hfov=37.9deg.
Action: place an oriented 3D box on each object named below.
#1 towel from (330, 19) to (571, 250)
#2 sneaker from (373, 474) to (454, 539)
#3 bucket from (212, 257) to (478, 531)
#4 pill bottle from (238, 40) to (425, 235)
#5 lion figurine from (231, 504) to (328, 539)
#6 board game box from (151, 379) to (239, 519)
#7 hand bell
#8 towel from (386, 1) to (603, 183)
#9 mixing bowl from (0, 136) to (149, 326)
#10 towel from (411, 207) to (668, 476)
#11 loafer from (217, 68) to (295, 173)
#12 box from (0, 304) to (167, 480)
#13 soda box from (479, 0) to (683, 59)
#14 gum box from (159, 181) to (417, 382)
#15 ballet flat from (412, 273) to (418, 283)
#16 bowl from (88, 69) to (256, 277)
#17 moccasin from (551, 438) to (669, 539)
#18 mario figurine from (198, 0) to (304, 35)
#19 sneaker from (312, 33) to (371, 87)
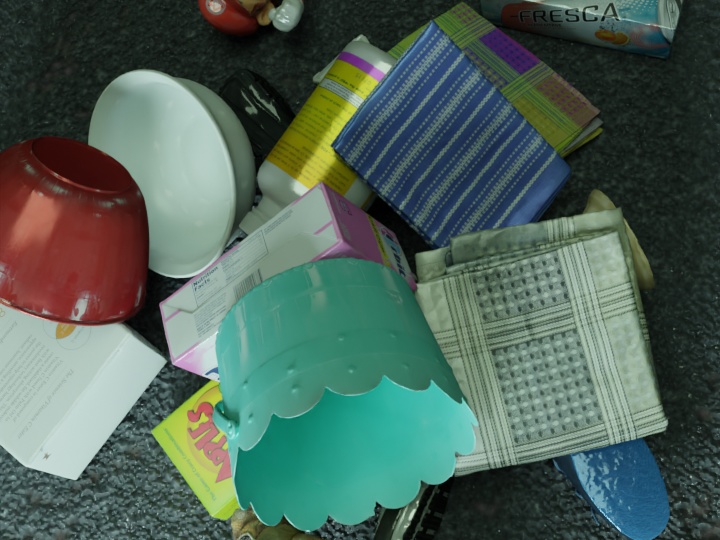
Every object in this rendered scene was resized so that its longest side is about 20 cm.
[{"bbox_3d":[0.086,-0.097,0.924,0.200,0.024,0.145,41,86,-23],"label":"towel"},{"bbox_3d":[0.046,0.169,0.953,0.079,0.074,0.202,14,70,24],"label":"sneaker"},{"bbox_3d":[-0.020,0.099,0.839,0.205,0.208,0.136,-21,52,2],"label":"bucket"},{"bbox_3d":[-0.025,-0.099,0.953,0.104,0.104,0.201,35,88,17],"label":"pill bottle"},{"bbox_3d":[-0.036,0.247,0.895,0.198,0.122,0.073,19,96,24],"label":"lion figurine"},{"bbox_3d":[-0.086,0.128,0.990,0.200,0.048,0.102,-40,72,-4],"label":"board game box"},{"bbox_3d":[0.154,0.021,0.957,0.199,0.104,0.105,-30,71,1],"label":"hand bell"},{"bbox_3d":[0.130,-0.174,1.029,0.200,0.023,0.143,43,57,15],"label":"towel"},{"bbox_3d":[-0.270,-0.051,0.957,0.199,0.200,0.109,36,112,17],"label":"mixing bowl"},{"bbox_3d":[0.149,0.057,0.891,0.190,0.035,0.203,-13,82,7],"label":"towel"},{"bbox_3d":[-0.076,-0.115,1.056,0.070,0.068,0.201,-45,75,15],"label":"loafer"},{"bbox_3d":[-0.317,0.077,1.010,0.199,0.106,0.153,36,81,17],"label":"box"},{"bbox_3d":[0.221,-0.274,1.053,0.198,0.064,0.069,14,76,13],"label":"soda box"},{"bbox_3d":[-0.067,0.025,0.899,0.199,0.113,0.067,-35,53,20],"label":"gum box"},{"bbox_3d":[0.000,0.000,1.007,0.198,0.072,0.073,21,78,13],"label":"ballet flat"},{"bbox_3d":[-0.168,-0.101,1.028,0.199,0.090,0.204,15,115,34],"label":"bowl"},{"bbox_3d":[0.201,0.147,0.930,0.080,0.068,0.201,-29,72,-8],"label":"moccasin"},{"bbox_3d":[-0.085,-0.324,1.091,0.200,0.106,0.123,-41,37,-12],"label":"mario figurine"},{"bbox_3d":[0.013,-0.136,1.048,0.086,0.075,0.201,-30,63,6],"label":"sneaker"}]
